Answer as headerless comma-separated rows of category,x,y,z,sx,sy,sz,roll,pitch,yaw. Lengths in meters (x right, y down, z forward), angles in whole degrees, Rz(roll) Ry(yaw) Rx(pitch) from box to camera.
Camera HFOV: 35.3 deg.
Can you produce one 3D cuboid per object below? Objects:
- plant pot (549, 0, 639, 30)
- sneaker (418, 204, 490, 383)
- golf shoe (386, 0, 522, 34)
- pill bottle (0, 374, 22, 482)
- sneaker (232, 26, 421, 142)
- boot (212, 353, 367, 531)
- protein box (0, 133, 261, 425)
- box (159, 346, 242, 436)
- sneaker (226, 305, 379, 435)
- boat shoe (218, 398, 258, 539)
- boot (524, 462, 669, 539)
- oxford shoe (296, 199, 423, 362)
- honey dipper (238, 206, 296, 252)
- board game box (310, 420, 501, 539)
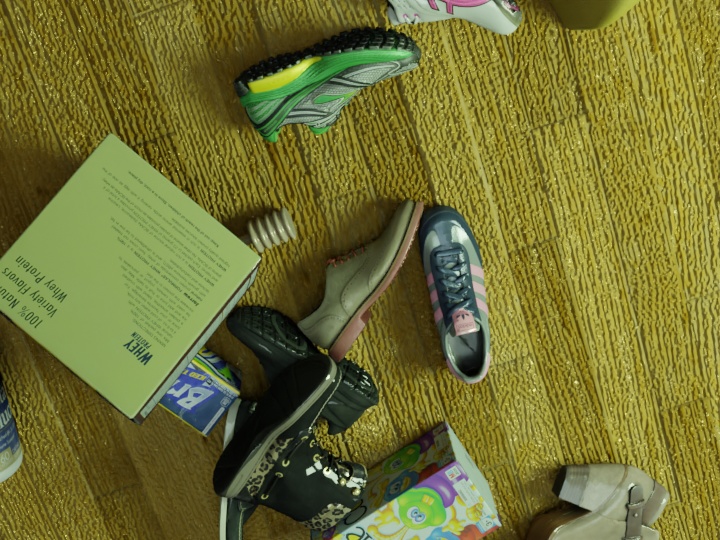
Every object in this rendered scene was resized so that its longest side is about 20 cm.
plant pot,0.246,-0.355,1.079,0.193,0.200,0.196,-37,105,9
sneaker,0.111,0.030,1.256,0.069,0.082,0.203,-15,108,2
golf shoe,0.071,-0.287,1.162,0.198,0.073,0.093,29,111,-1
pill bottle,-0.449,0.135,1.244,0.109,0.111,0.203,-10,109,0
sneaker,-0.029,-0.197,1.188,0.197,0.078,0.086,-16,115,12
boot,-0.053,0.198,1.256,0.150,0.073,0.201,33,102,-29
protein box,-0.239,0.015,1.147,0.198,0.135,0.201,38,76,0
box,-0.230,0.095,1.268,0.199,0.064,0.070,37,102,-13
sneaker,-0.076,0.119,1.282,0.199,0.076,0.091,37,109,-11
boat shoe,-0.131,0.249,1.319,0.066,0.072,0.204,7,104,-5
boot,0.283,0.324,1.368,0.144,0.070,0.203,19,106,-11
oxford shoe,0.000,0.000,1.248,0.074,0.070,0.202,32,96,1
honey dipper,-0.166,-0.015,1.252,0.197,0.038,0.038,-23,108,7
board game box,0.049,0.288,1.324,0.198,0.103,0.106,-34,107,8
